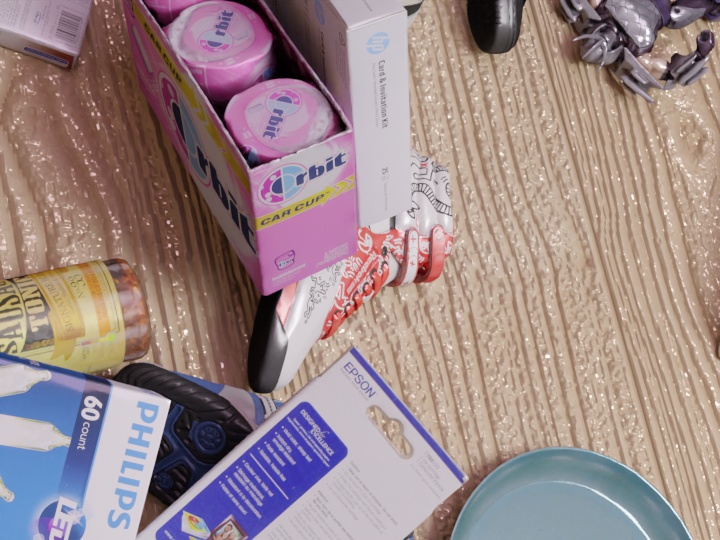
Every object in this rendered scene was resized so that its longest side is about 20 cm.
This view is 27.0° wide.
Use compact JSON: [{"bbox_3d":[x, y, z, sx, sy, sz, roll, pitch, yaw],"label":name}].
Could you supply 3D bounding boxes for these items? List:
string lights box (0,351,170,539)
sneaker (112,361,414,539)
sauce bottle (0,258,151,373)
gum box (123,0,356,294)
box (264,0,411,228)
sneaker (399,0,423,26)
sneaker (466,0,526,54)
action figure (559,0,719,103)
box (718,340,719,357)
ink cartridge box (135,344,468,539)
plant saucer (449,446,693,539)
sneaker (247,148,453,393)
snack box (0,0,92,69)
[{"bbox_3d":[-0.209,0.090,0.776,0.198,0.059,0.104,15,85,-16],"label":"string lights box"},{"bbox_3d":[-0.059,0.113,0.891,0.199,0.076,0.077,29,19,-1],"label":"sneaker"},{"bbox_3d":[-0.218,0.042,0.839,0.198,0.066,0.067,-15,76,-26],"label":"sauce bottle"},{"bbox_3d":[-0.076,-0.102,0.890,0.066,0.114,0.201,-24,58,-15],"label":"gum box"},{"bbox_3d":[-0.029,-0.150,0.911,0.041,0.157,0.201,-19,51,-13],"label":"box"},{"bbox_3d":[0.041,-0.243,1.065,0.075,0.088,0.202,25,60,-12],"label":"sneaker"},{"bbox_3d":[0.131,-0.250,1.124,0.103,0.060,0.202,3,65,-19],"label":"sneaker"},{"bbox_3d":[0.234,-0.208,1.152,0.199,0.069,0.131,-34,91,-29],"label":"action figure"},{"bbox_3d":[0.367,-0.010,1.109,0.151,0.106,0.202,23,62,-14],"label":"box"},{"bbox_3d":[-0.042,0.139,0.830,0.200,0.039,0.100,-41,88,10],"label":"ink cartridge box"},{"bbox_3d":[0.137,0.214,0.956,0.198,0.027,0.203,9,66,-21],"label":"plant saucer"},{"bbox_3d":[0.000,-0.001,0.957,0.107,0.067,0.203,22,59,-12],"label":"sneaker"},{"bbox_3d":[-0.199,-0.232,0.985,0.071,0.024,0.202,17,63,-17],"label":"snack box"}]
